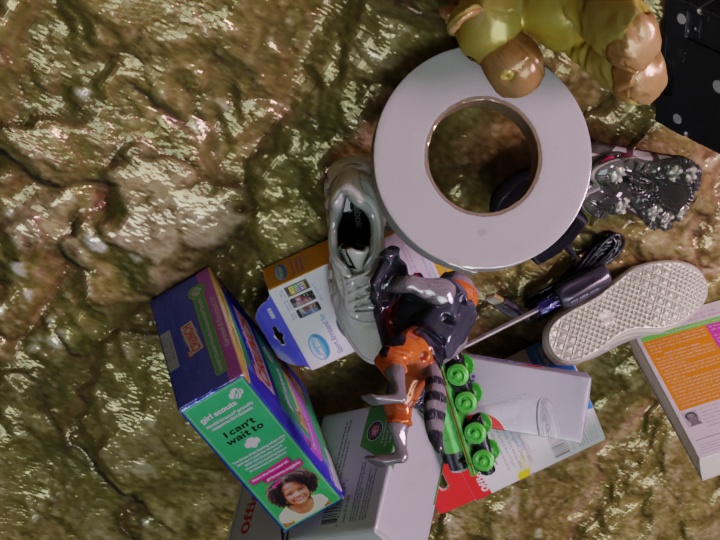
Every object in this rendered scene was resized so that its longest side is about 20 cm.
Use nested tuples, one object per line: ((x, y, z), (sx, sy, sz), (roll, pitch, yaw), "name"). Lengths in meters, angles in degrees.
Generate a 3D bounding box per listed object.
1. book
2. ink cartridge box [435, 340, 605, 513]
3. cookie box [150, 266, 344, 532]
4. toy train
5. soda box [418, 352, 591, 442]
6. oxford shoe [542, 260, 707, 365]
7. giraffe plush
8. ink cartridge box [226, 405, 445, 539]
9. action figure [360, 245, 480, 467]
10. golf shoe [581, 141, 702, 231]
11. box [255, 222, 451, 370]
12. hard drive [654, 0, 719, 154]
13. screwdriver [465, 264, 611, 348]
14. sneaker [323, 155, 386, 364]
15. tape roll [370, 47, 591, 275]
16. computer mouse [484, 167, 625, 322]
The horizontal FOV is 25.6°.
((0.373, 0.114, 1.631), (0.132, 0.201, 0.048), (-18, 129, -1), "book")
((0.148, 0.166, 1.691), (0.198, 0.068, 0.117), (-25, 128, 4), "ink cartridge box")
((-0.109, 0.123, 1.520), (0.075, 0.172, 0.200), (-31, 129, 6), "cookie box")
((0.085, 0.109, 1.544), (0.056, 0.042, 0.202), (-13, 101, 19), "toy train")
((0.130, 0.123, 1.599), (0.198, 0.063, 0.069), (10, 91, 4), "soda box")
((0.268, 0.044, 1.638), (0.198, 0.076, 0.058), (-24, 175, -16), "oxford shoe")
((0.154, -0.215, 1.343), (0.161, 0.202, 0.173), (-20, 154, 7), "giraffe plush")
((-0.024, 0.224, 1.589), (0.199, 0.148, 0.083), (-14, 138, 38), "ink cartridge box")
((0.062, 0.086, 1.435), (0.104, 0.195, 0.201), (8, 144, 25), "action figure")
((0.258, -0.093, 1.528), (0.199, 0.088, 0.078), (8, 114, -49), "golf shoe")
((-0.004, 0.019, 1.556), (0.198, 0.042, 0.120), (-23, 129, 5), "box")
((0.357, -0.160, 1.427), (0.038, 0.199, 0.141), (-29, 134, -30), "hard drive")
((0.162, 0.047, 1.583), (0.199, 0.028, 0.029), (-27, 167, -4), "screwdriver")
((0.000, 0.000, 1.465), (0.074, 0.081, 0.202), (-8, 110, 7), "sneaker")
((0.107, -0.099, 1.419), (0.200, 0.037, 0.205), (0, 86, -5), "tape roll")
((0.162, -0.028, 1.566), (0.140, 0.046, 0.199), (-45, 137, 13), "computer mouse")
